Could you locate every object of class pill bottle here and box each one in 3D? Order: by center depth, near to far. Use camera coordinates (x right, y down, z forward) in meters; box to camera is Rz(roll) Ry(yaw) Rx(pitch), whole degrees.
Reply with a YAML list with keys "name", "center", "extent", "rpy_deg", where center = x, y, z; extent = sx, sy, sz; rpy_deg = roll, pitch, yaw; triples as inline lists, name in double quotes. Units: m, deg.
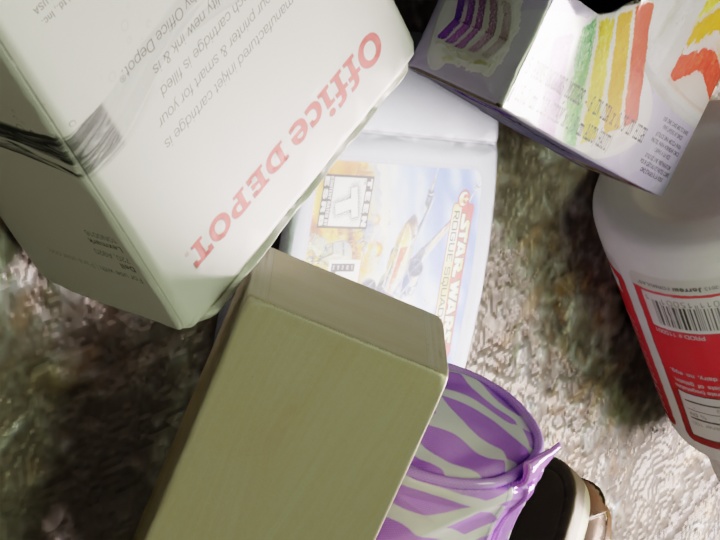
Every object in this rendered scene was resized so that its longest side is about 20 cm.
- name: "pill bottle"
  center: [0.192, 0.023, 1.023]
  extent: [0.112, 0.112, 0.200]
  rpy_deg: [-50, 135, -27]

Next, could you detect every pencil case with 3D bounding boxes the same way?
- name: "pencil case"
  center: [0.020, 0.134, 0.841]
  extent: [0.084, 0.085, 0.201]
  rpy_deg: [-26, 137, -40]

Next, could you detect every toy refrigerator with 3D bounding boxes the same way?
- name: "toy refrigerator"
  center: [-0.042, 0.099, 0.748]
  extent: [0.070, 0.076, 0.201]
  rpy_deg: [-89, -159, -72]

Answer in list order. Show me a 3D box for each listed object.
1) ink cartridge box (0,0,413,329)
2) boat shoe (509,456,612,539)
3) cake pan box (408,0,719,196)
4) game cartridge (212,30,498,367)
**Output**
- name: "ink cartridge box"
  center: [-0.082, -0.102, 0.680]
  extent: [0.146, 0.084, 0.200]
  rpy_deg: [-51, 136, -25]
- name: "boat shoe"
  center: [0.071, 0.189, 0.964]
  extent: [0.068, 0.072, 0.201]
  rpy_deg: [41, 71, -47]
- name: "cake pan box"
  center: [0.111, -0.136, 0.839]
  extent: [0.200, 0.052, 0.185]
  rpy_deg: [21, 94, -62]
- name: "game cartridge"
  center: [0.000, 0.000, 0.850]
  extent: [0.133, 0.041, 0.201]
  rpy_deg: [1, 101, -46]
